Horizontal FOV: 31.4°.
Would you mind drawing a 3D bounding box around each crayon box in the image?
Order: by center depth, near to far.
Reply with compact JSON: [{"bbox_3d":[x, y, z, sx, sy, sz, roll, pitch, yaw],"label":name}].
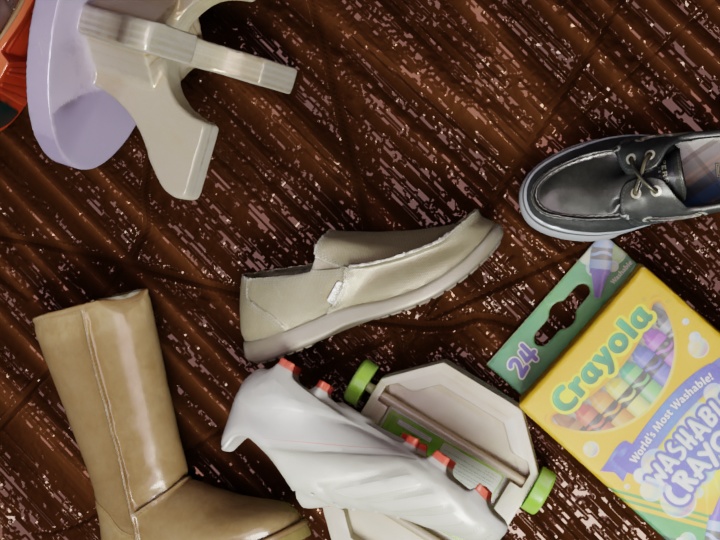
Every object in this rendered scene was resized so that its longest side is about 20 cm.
[{"bbox_3d":[0.197,0.087,0.856,0.200,0.052,0.126,41,98,6],"label":"crayon box"}]

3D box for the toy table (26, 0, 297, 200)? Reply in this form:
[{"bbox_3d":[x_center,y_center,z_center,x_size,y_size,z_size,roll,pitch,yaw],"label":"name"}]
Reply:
[{"bbox_3d":[-0.132,-0.154,0.843,0.117,0.184,0.201,19,108,24],"label":"toy table"}]

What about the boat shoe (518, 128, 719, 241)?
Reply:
[{"bbox_3d":[0.203,-0.063,0.840,0.199,0.057,0.069,-8,83,8],"label":"boat shoe"}]

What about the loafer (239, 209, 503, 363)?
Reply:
[{"bbox_3d":[0.000,0.000,0.871,0.199,0.076,0.069,-24,95,10],"label":"loafer"}]

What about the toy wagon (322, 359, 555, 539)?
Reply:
[{"bbox_3d":[0.033,0.163,0.893,0.155,0.040,0.201,31,98,7],"label":"toy wagon"}]

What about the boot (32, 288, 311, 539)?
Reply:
[{"bbox_3d":[-0.137,0.111,0.895,0.174,0.066,0.201,-14,90,21],"label":"boot"}]

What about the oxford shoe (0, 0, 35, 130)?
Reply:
[{"bbox_3d":[-0.244,-0.200,0.905,0.072,0.071,0.201,34,98,11],"label":"oxford shoe"}]

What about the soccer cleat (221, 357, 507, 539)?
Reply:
[{"bbox_3d":[0.001,0.133,0.841,0.199,0.069,0.078,30,85,14],"label":"soccer cleat"}]
